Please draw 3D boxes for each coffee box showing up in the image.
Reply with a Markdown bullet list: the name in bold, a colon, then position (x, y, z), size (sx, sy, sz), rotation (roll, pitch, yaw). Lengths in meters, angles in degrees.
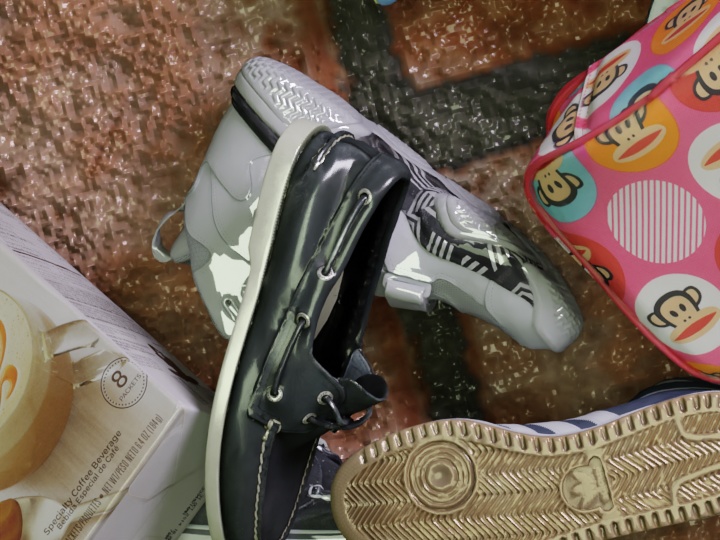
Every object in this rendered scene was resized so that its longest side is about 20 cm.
- **coffee box**: position (-0.162, 0.053, 1.280), size (0.200, 0.080, 0.114), rotation (39, 96, 25)

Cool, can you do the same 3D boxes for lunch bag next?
- **lunch bag**: position (0.190, -0.041, 1.196), size (0.200, 0.082, 0.176), rotation (-35, 108, 33)

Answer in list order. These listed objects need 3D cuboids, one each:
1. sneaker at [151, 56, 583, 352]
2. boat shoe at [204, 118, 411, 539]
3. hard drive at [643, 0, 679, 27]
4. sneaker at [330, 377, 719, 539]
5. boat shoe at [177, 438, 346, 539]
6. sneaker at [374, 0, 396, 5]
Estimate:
- **sneaker**: position (0.000, 0.000, 1.290), size (0.200, 0.075, 0.115), rotation (37, 99, 10)
- **boat shoe**: position (-0.018, 0.038, 1.223), size (0.066, 0.074, 0.200), rotation (14, 94, 19)
- **hard drive**: position (0.226, -0.088, 1.265), size (0.199, 0.042, 0.135), rotation (16, 95, 7)
- **sneaker**: position (0.091, 0.092, 1.261), size (0.199, 0.108, 0.070), rotation (-10, 90, 10)
- **boat shoe**: position (-0.040, 0.102, 1.304), size (0.199, 0.072, 0.068), rotation (1, 94, 16)
- **sneaker**: position (0.004, -0.215, 1.275), size (0.130, 0.080, 0.200), rotation (-21, 89, 8)
